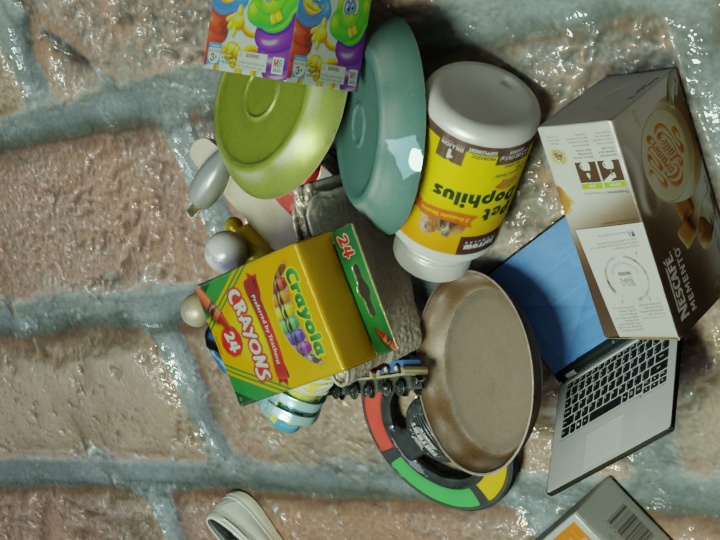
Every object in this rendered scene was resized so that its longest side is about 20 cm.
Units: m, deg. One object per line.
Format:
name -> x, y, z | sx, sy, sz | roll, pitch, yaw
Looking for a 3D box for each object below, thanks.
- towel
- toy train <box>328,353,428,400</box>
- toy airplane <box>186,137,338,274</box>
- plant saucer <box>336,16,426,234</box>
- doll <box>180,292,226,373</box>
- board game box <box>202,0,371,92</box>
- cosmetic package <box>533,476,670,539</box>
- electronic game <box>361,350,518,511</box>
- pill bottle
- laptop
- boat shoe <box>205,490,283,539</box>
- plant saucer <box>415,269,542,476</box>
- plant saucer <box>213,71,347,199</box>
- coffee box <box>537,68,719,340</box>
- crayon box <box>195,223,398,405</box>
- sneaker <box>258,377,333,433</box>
towel -> 0.000, 0.000, 1.604 | 0.034, 0.132, 0.200 | -6, 102, 41
toy train -> 0.012, 0.111, 1.720 | 0.200, 0.034, 0.046 | -11, 78, 60
toy airplane -> -0.095, -0.042, 1.674 | 0.200, 0.141, 0.200 | 2, 112, 52
plant saucer -> 0.013, -0.134, 1.506 | 0.200, 0.036, 0.201 | -179, 90, -73
doll -> -0.124, 0.079, 1.867 | 0.200, 0.048, 0.137 | 30, 124, 27
board game box -> -0.056, -0.268, 1.454 | 0.103, 0.105, 0.201 | 14, 98, 37
cosmetic package -> 0.223, 0.307, 1.680 | 0.101, 0.071, 0.200 | 46, 140, 9
electronic game -> 0.082, 0.168, 1.739 | 0.200, 0.042, 0.200 | 24, 132, 30
pill bottle -> 0.089, -0.085, 1.502 | 0.109, 0.109, 0.200 | 36, 137, 19
laptop -> 0.196, 0.073, 1.512 | 0.116, 0.200, 0.187 | 25, 144, -19
boat shoe -> -0.118, 0.371, 2.051 | 0.200, 0.068, 0.072 | 56, 140, -2
plant saucer -> 0.119, 0.099, 1.595 | 0.200, 0.032, 0.201 | 7, 98, 59
plant saucer -> -0.086, -0.169, 1.581 | 0.200, 0.031, 0.201 | -16, 68, 47
coffee box -> 0.236, -0.054, 1.380 | 0.080, 0.114, 0.200 | -2, 115, 44
crayon box -> -0.063, 0.043, 1.539 | 0.200, 0.051, 0.127 | -23, 88, 47
sneaker -> -0.048, 0.116, 1.711 | 0.079, 0.131, 0.200 | 18, -178, -15
